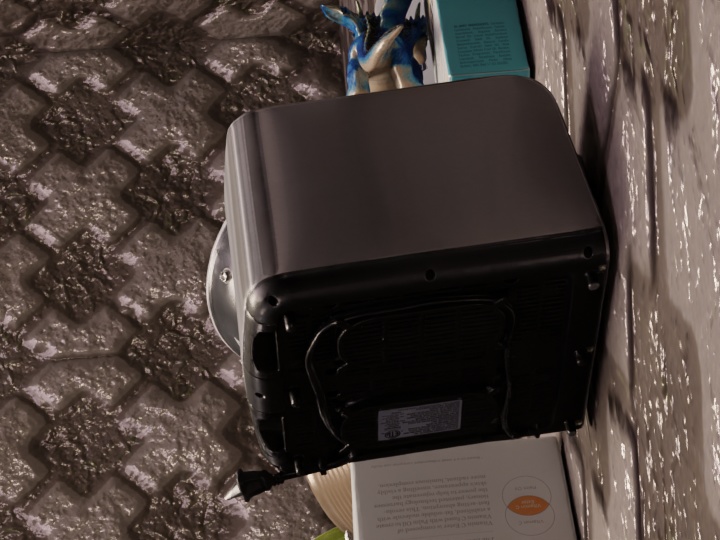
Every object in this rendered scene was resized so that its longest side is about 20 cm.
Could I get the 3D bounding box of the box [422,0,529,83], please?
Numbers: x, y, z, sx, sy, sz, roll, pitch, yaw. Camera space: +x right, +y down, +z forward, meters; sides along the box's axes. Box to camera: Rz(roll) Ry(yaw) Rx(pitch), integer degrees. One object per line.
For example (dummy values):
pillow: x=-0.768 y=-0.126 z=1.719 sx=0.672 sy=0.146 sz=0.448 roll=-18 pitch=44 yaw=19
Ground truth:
box: x=0.067 y=-0.161 z=1.345 sx=0.083 sy=0.049 sz=0.201 roll=87 pitch=178 yaw=-49

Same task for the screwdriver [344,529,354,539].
screwdriver: x=0.019 y=0.256 z=1.332 sx=0.029 sy=0.028 sz=0.202 roll=-24 pitch=-83 yaw=-79

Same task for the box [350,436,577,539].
box: x=0.063 y=0.203 z=1.221 sx=0.098 sy=0.123 sz=0.201 roll=87 pitch=178 yaw=-46

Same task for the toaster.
toaster: x=0.018 y=0.010 z=1.088 sx=0.181 sy=0.198 sz=0.119 roll=88 pitch=172 yaw=-56

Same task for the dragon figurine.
dragon figurine: x=0.010 y=-0.145 z=1.370 sx=0.200 sy=0.058 sz=0.100 roll=47 pitch=-150 yaw=-73

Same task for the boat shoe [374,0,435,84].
boat shoe: x=0.056 y=-0.129 z=1.667 sx=0.070 sy=0.070 sz=0.201 roll=41 pitch=-147 yaw=-53

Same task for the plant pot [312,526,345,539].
plant pot: x=0.034 y=0.325 z=1.720 sx=0.190 sy=0.198 sz=0.202 roll=-125 pitch=29 yaw=-64

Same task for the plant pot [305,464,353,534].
plant pot: x=0.016 y=0.132 z=1.602 sx=0.201 sy=0.092 sz=0.201 roll=53 pitch=-161 yaw=-28

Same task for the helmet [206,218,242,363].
helmet: x=0.000 y=0.000 z=1.443 sx=0.191 sy=0.198 sz=0.202 roll=-89 pitch=-4 yaw=-67
